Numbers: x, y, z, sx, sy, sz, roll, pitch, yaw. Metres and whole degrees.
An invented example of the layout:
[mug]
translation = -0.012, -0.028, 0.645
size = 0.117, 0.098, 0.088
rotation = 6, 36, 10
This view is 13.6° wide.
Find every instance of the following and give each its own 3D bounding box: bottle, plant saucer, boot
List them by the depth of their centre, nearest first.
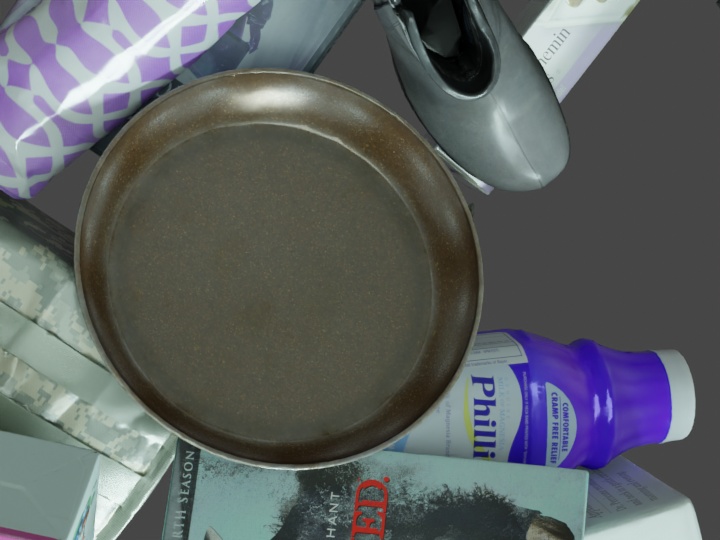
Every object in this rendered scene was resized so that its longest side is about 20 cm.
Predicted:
[plant saucer]
translation = -0.041, 0.002, 1.443
size = 0.199, 0.032, 0.201
rotation = 5, 70, -14
[boot]
translation = 0.046, -0.103, 1.449
size = 0.070, 0.132, 0.200
rotation = -33, 112, 5
[bottle]
translation = 0.069, 0.072, 1.511
size = 0.199, 0.065, 0.084
rotation = -5, 108, -19

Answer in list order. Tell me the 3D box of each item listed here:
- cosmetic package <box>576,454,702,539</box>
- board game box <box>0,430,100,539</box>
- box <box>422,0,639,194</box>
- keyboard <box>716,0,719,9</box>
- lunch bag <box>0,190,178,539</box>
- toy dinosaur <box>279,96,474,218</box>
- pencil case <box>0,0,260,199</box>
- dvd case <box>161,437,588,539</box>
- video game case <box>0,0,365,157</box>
[cosmetic package]
translation = 0.071, 0.203, 1.521
size = 0.199, 0.165, 0.166
rotation = -16, 99, -7
[board game box]
translation = -0.205, 0.155, 1.433
size = 0.147, 0.064, 0.201
rotation = 12, 138, 3
[box]
translation = 0.108, -0.130, 1.556
size = 0.039, 0.041, 0.200
rotation = 38, 87, -12
[keyboard]
translation = 0.249, -0.213, 1.566
size = 0.127, 0.021, 0.200
rotation = 38, 87, -39
[lunch bag]
translation = -0.187, 0.076, 1.487
size = 0.164, 0.118, 0.200
rotation = 34, 97, -16
[toy dinosaur]
translation = 0.000, 0.000, 1.543
size = 0.102, 0.077, 0.201
rotation = 12, 109, 5
[pencil case]
translation = -0.121, -0.123, 1.460
size = 0.200, 0.084, 0.086
rotation = -40, 74, 9
[dvd case]
translation = 0.003, 0.152, 1.410
size = 0.199, 0.022, 0.147
rotation = 5, 61, 4
[video game case]
translation = -0.080, -0.141, 1.506
size = 0.143, 0.019, 0.200
rotation = 34, 105, -12
